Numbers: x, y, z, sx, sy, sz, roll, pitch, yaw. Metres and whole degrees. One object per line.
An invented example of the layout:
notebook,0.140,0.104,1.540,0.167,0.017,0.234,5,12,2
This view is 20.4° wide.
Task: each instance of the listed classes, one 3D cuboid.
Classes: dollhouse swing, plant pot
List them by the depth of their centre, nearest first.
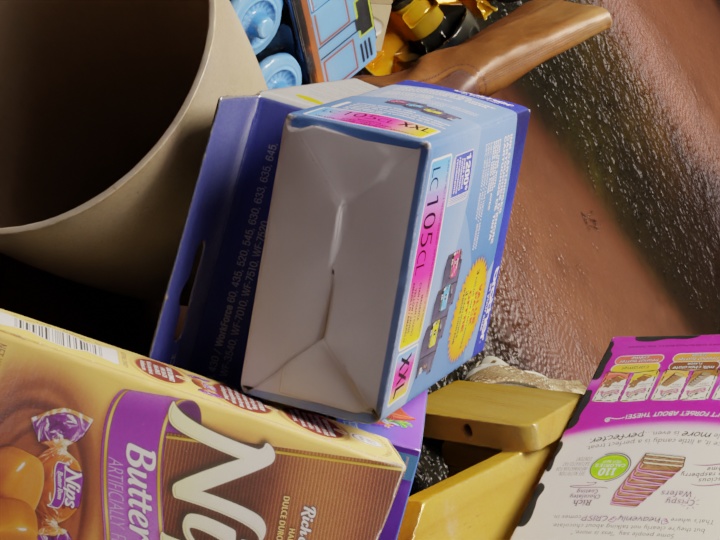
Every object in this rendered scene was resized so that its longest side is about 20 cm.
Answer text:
plant pot,-0.117,-0.061,1.046,0.200,0.187,0.188,48,32,-56
dollhouse swing,0.053,0.188,1.163,0.175,0.182,0.201,-16,100,-32

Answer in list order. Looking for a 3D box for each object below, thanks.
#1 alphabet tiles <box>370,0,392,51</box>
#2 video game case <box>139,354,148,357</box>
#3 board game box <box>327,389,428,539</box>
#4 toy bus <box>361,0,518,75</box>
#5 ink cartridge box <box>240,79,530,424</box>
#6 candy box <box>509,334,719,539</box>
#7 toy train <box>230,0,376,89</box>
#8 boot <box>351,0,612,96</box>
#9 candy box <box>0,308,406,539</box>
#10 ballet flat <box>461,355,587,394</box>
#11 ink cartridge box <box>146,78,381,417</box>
alphabet tiles,-0.047,-0.186,1.244,0.200,0.006,0.167,-5,115,-44
video game case,-0.109,0.132,1.035,0.200,0.036,0.182,7,63,-55
board game box,0.001,0.103,1.071,0.045,0.135,0.200,14,22,-1
toy bus,0.030,-0.240,1.409,0.136,0.200,0.192,49,-7,-28
ink cartridge box,0.021,-0.018,0.987,0.200,0.076,0.137,-29,132,-68
candy box,0.171,0.122,1.089,0.200,0.136,0.061,-56,130,-39
toy train,-0.058,-0.175,1.163,0.114,0.087,0.200,-42,144,-24
boot,0.074,-0.111,1.251,0.199,0.188,0.069,-25,102,-18
candy box,-0.093,0.105,0.915,0.199,0.117,0.056,19,7,-13
ballet flat,0.105,0.095,1.383,0.200,0.071,0.065,22,25,-53
ink cartridge box,-0.043,0.006,1.014,0.200,0.047,0.198,-28,135,-72
